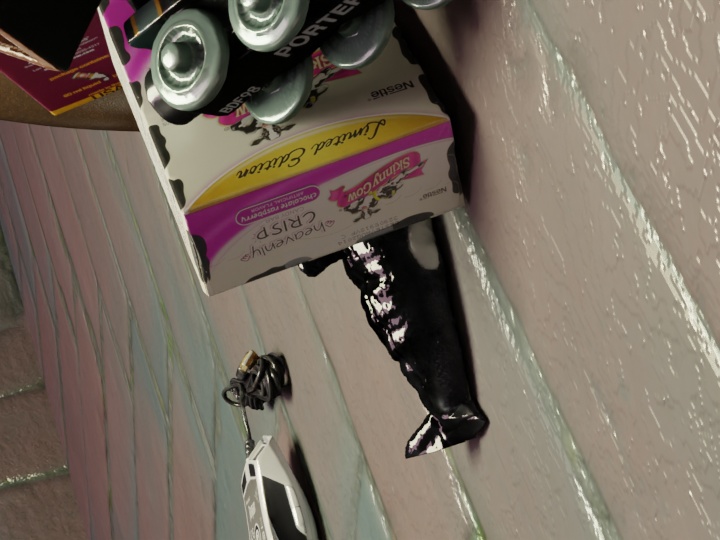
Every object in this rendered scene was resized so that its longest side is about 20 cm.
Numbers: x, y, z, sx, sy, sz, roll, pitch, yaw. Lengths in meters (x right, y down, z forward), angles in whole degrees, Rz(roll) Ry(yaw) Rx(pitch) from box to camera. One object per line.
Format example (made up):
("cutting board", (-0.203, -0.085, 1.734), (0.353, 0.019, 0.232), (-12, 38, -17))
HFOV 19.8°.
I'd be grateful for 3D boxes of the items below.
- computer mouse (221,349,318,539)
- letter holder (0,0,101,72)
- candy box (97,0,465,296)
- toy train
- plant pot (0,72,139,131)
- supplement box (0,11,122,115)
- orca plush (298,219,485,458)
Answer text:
("computer mouse", (-0.060, 0.159, 1.496), (0.110, 0.044, 0.201), (126, 137, -65))
("letter holder", (-0.170, -0.216, 0.961), (0.142, 0.201, 0.100), (20, 171, 35))
("candy box", (-0.046, -0.092, 1.031), (0.061, 0.136, 0.200), (77, 170, -45))
("toy train", (-0.031, -0.146, 0.919), (0.200, 0.085, 0.115), (-33, 66, 36))
("plant pot", (-0.194, -0.172, 1.428), (0.187, 0.199, 0.188), (168, 90, -76))
("supplement box", (-0.200, -0.186, 1.242), (0.200, 0.085, 0.111), (44, -153, -68))
("orca plush", (0.000, 0.000, 1.068), (0.105, 0.071, 0.201), (163, 95, -76))
